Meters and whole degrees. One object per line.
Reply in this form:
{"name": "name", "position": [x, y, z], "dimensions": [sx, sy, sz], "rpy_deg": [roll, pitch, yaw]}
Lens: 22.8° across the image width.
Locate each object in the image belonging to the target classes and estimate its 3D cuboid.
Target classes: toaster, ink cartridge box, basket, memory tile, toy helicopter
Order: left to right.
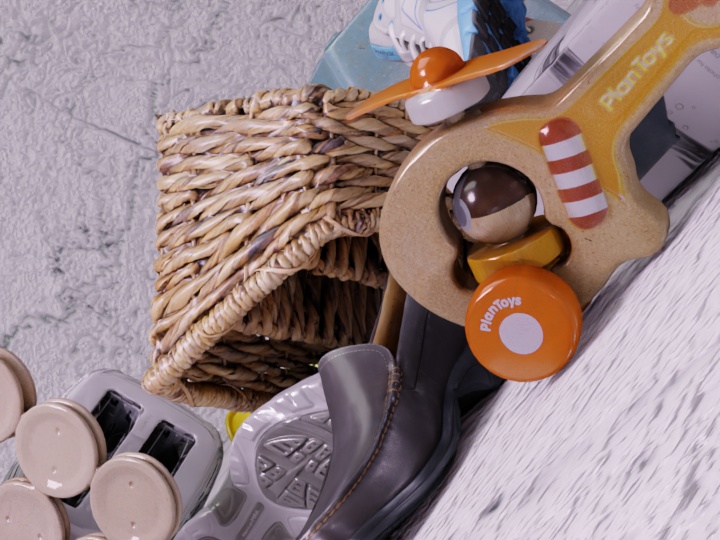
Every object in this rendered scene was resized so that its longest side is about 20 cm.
{"name": "memory tile", "position": [-0.178, 0.151, 0.929], "dimensions": [0.017, 0.153, 0.200], "rpy_deg": [-24, -38, -61]}
{"name": "toaster", "position": [-0.159, 0.150, 1.020], "dimensions": [0.129, 0.114, 0.200], "rpy_deg": [-61, -2, 36]}
{"name": "basket", "position": [0.000, 0.000, 0.929], "dimensions": [0.143, 0.149, 0.200], "rpy_deg": [-7, -14, 33]}
{"name": "toy helicopter", "position": [0.080, -0.062, 0.714], "dimensions": [0.200, 0.132, 0.079], "rpy_deg": [-49, 2, 25]}
{"name": "ink cartridge box", "position": [0.142, -0.106, 0.811], "dimensions": [0.200, 0.086, 0.146], "rpy_deg": [-50, 1, 46]}

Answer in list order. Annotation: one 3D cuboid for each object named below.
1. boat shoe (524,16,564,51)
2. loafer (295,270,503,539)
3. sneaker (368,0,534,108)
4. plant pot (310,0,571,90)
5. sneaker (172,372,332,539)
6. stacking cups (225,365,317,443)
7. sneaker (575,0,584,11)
{"name": "boat shoe", "position": [0.109, -0.119, 1.034], "dimensions": [0.200, 0.063, 0.071], "rpy_deg": [-25, 12, -21]}
{"name": "loafer", "position": [0.007, 0.066, 0.807], "dimensions": [0.073, 0.072, 0.200], "rpy_deg": [-47, 4, 37]}
{"name": "sneaker", "position": [0.047, -0.127, 0.980], "dimensions": [0.087, 0.075, 0.200], "rpy_deg": [-26, 28, 16]}
{"name": "plant pot", "position": [0.070, -0.148, 1.492], "dimensions": [0.196, 0.200, 0.196], "rpy_deg": [-51, 2, -10]}
{"name": "sneaker", "position": [-0.029, 0.102, 0.946], "dimensions": [0.200, 0.078, 0.099], "rpy_deg": [-47, 0, 36]}
{"name": "stacking cups", "position": [0.006, 0.046, 1.064], "dimensions": [0.200, 0.061, 0.061], "rpy_deg": [-43, 4, 21]}
{"name": "sneaker", "position": [0.194, -0.178, 1.156], "dimensions": [0.200, 0.074, 0.082], "rpy_deg": [-51, -1, -3]}
